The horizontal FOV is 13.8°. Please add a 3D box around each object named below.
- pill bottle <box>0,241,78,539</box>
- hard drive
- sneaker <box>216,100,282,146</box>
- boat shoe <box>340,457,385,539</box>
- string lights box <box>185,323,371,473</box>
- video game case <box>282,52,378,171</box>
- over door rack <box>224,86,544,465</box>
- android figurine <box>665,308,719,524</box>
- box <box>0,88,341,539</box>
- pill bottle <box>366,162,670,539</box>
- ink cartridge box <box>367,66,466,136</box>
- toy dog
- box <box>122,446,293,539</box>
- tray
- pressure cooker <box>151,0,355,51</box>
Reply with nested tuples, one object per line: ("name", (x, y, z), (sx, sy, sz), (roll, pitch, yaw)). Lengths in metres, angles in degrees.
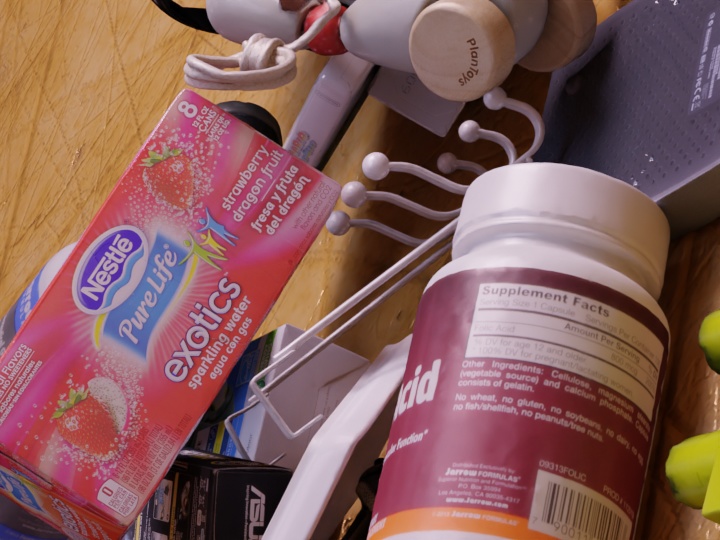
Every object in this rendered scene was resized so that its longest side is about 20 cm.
("pill bottle", (-0.144, 0.055, 1.594), (0.200, 0.114, 0.114), (-48, 29, 32))
("hard drive", (0.149, -0.077, 1.374), (0.200, 0.042, 0.135), (-29, 40, 53))
("sneaker", (-0.102, -0.003, 1.764), (0.199, 0.076, 0.114), (-53, 28, 28))
("boat shoe", (0.027, 0.116, 1.398), (0.200, 0.065, 0.072), (-60, 24, 6))
("string lights box", (-0.079, 0.109, 1.621), (0.200, 0.059, 0.103), (-27, 44, 53))
("video game case", (0.001, -0.115, 1.604), (0.200, 0.023, 0.182), (-60, 0, -37))
("over door rack", (0.000, 0.000, 1.459), (0.200, 0.067, 0.148), (-49, -1, -13))
("android figurine", (0.198, 0.040, 1.167), (0.200, 0.041, 0.182), (-22, 47, 56))
("box", (-0.104, 0.026, 1.421), (0.200, 0.095, 0.100), (-58, 2, -18))
("pill bottle", (0.073, 0.061, 1.303), (0.114, 0.114, 0.200), (-27, 42, 52))
("ink cartridge box", (0.056, -0.135, 1.587), (0.109, 0.050, 0.200), (-60, -1, 8))
("toy dog", (0.013, -0.144, 1.430), (0.132, 0.200, 0.096), (-55, -33, -68))
("box", (-0.087, 0.191, 1.482), (0.161, 0.049, 0.200), (-179, 92, -65))
("tray", (-0.009, 0.089, 1.398), (0.107, 0.022, 0.200), (-63, -5, 19))
("pressure cooker", (-0.044, -0.223, 1.739), (0.200, 0.176, 0.179), (-51, 19, 14))
